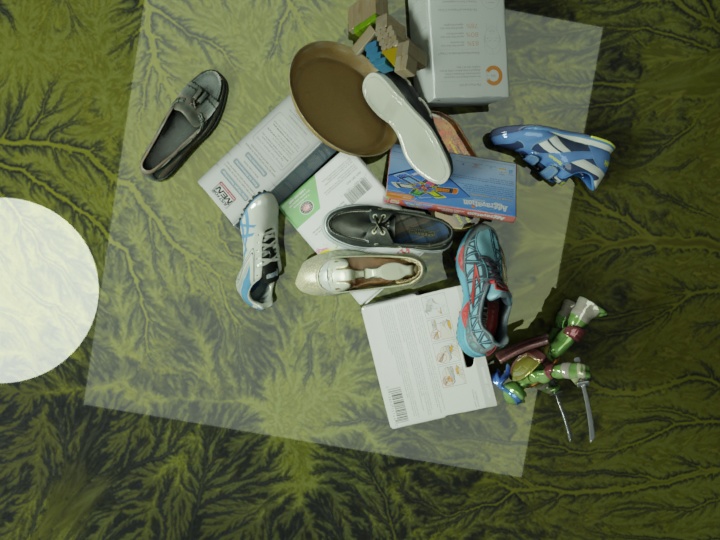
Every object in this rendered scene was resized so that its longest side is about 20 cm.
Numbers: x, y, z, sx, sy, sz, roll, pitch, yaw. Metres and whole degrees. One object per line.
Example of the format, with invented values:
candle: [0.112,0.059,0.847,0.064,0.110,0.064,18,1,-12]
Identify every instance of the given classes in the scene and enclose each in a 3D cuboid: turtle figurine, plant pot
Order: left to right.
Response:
plant pot: [-0.026,-0.256,1.307,0.199,0.027,0.202,16,59,-29]
turtle figurine: [0.323,0.151,1.334,0.199,0.144,0.195,28,80,30]

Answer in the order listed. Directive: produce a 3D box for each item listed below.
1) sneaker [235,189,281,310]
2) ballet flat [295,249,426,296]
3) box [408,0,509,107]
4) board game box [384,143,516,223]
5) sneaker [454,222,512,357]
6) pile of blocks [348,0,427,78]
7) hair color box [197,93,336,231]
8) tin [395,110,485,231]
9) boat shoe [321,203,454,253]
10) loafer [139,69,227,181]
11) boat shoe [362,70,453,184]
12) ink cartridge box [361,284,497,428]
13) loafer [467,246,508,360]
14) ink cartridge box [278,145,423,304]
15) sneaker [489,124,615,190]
sneaker: [-0.146,-0.029,1.311,0.072,0.072,0.202,35,132,31]
ballet flat: [0.000,0.000,1.272,0.198,0.062,0.068,-7,92,-1]
box: [0.147,-0.356,1.311,0.123,0.097,0.202,-4,93,-13]
board game box: [0.139,-0.133,1.311,0.198,0.020,0.104,9,58,-3]
sneaker: [0.197,0.027,1.280,0.079,0.095,0.202,3,82,-25]
pile of blocks: [0.042,-0.340,1.307,0.062,0.201,0.082,24,121,-43]
hair color box: [-0.142,-0.163,1.331,0.200,0.061,0.099,-43,72,1]
tin: [0.132,-0.156,1.364,0.111,0.042,0.201,-32,94,-3]
boat shoe: [0.042,-0.064,1.268,0.198,0.057,0.069,5,82,-5]
loafer: [-0.274,-0.224,1.336,0.072,0.063,0.201,34,92,-3]
boat shoe: [0.082,-0.220,1.302,0.060,0.074,0.201,-27,74,-42]
ink cartridge box: [0.109,0.133,1.362,0.174,0.045,0.202,-13,94,10]
loafer: [0.201,0.049,1.362,0.075,0.067,0.202,-2,95,-4]
ink cartridge box: [-0.008,-0.070,1.341,0.145,0.084,0.200,-40,93,1]
sneaker: [0.296,-0.180,1.349,0.198,0.074,0.083,12,95,-1]
